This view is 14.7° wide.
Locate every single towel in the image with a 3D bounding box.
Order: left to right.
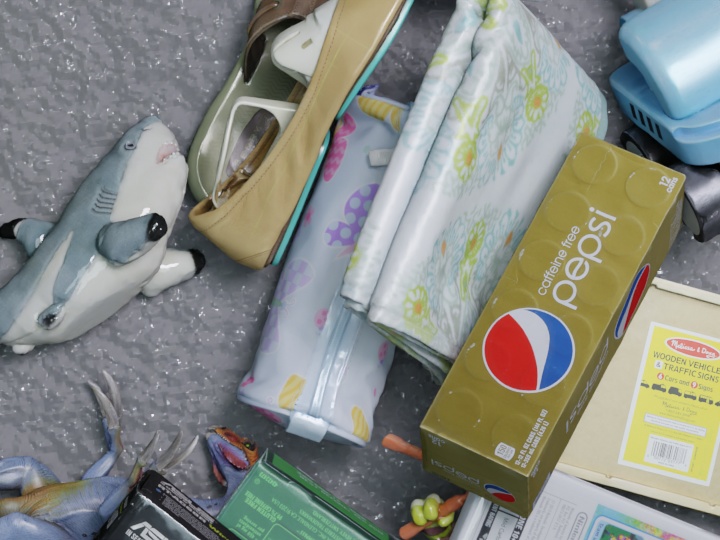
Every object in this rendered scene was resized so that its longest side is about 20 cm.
[{"bbox_3d":[0.067,-0.040,1.538,0.048,0.171,0.201,18,81,25],"label":"towel"}]

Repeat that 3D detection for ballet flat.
[{"bbox_3d":[-0.035,-0.093,1.542,0.063,0.069,0.201,26,106,-8],"label":"ballet flat"}]

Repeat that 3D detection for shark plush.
[{"bbox_3d":[-0.175,0.000,1.594,0.200,0.091,0.084,-39,71,14],"label":"shark plush"}]

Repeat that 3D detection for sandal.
[{"bbox_3d":[-0.036,-0.122,1.598,0.079,0.057,0.202,22,85,-3],"label":"sandal"}]

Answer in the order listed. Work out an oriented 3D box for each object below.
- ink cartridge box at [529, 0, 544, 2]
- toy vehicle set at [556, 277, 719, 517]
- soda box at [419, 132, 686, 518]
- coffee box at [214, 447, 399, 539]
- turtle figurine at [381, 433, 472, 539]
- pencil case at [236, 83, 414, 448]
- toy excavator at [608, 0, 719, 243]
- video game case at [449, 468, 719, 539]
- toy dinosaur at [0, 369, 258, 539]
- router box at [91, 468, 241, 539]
[{"bbox_3d":[0.049,-0.265,1.565,0.146,0.083,0.201,7,71,8],"label":"ink cartridge box"},{"bbox_3d":[0.185,0.073,1.624,0.199,0.027,0.125,16,85,-5],"label":"toy vehicle set"},{"bbox_3d":[0.106,0.028,1.522,0.067,0.064,0.201,24,67,15],"label":"soda box"},{"bbox_3d":[-0.063,0.212,1.535,0.123,0.044,0.201,34,99,-2],"label":"coffee box"},{"bbox_3d":[0.072,0.187,1.589,0.199,0.064,0.162,28,92,-12],"label":"turtle figurine"},{"bbox_3d":[0.000,0.000,1.578,0.083,0.091,0.201,23,86,-22],"label":"pencil case"},{"bbox_3d":[0.176,-0.145,1.591,0.099,0.195,0.201,-28,118,-6],"label":"toy excavator"},{"bbox_3d":[0.116,0.222,1.556,0.181,0.024,0.201,22,92,-12],"label":"video game case"},{"bbox_3d":[-0.153,0.132,1.584,0.180,0.105,0.201,17,123,-17],"label":"toy dinosaur"},{"bbox_3d":[-0.084,0.227,1.484,0.200,0.062,0.150,38,98,-2],"label":"router box"}]
